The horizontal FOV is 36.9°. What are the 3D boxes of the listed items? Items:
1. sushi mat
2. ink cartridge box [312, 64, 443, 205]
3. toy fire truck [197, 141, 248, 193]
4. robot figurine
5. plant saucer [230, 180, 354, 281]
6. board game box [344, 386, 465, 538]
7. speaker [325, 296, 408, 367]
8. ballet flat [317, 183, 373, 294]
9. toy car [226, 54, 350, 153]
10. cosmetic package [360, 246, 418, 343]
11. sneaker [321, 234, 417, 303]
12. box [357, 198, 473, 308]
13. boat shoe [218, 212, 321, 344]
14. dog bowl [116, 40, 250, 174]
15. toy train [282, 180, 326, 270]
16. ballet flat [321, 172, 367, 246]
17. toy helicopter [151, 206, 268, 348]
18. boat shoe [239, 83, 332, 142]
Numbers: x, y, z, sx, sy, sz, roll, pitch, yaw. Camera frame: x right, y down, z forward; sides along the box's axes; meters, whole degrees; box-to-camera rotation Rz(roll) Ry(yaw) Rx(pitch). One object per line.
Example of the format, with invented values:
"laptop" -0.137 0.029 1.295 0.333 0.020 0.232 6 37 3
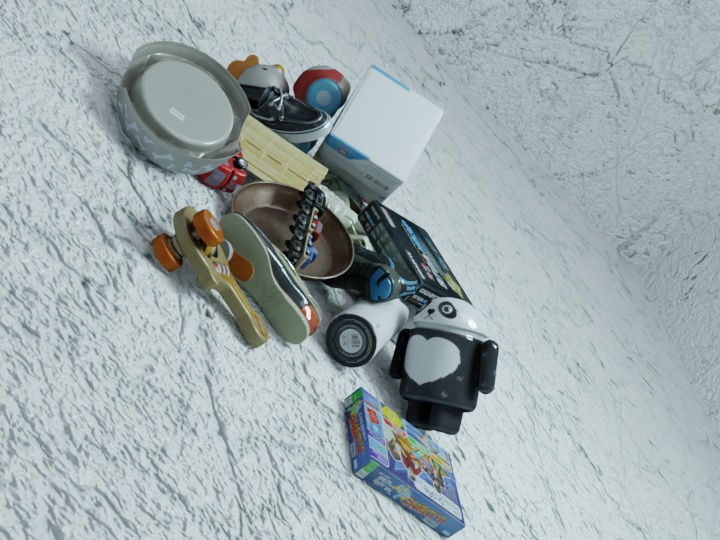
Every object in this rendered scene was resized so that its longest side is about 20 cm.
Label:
"sushi mat" -0.149 -0.181 1.680 0.199 0.012 0.096 34 54 -4
"ink cartridge box" 0.022 -0.221 1.828 0.146 0.147 0.200 32 -15 -7
"toy fire truck" -0.245 -0.216 1.587 0.140 0.049 0.202 17 46 -38
"robot figurine" 0.125 0.142 1.631 0.148 0.203 0.125 12 -9 -2
"plant saucer" -0.104 -0.051 1.581 0.198 0.037 0.202 22 37 -17
"board game box" 0.061 0.264 1.481 0.200 0.034 0.136 40 24 -30
"speaker" 0.013 0.080 1.620 0.082 0.081 0.200 52 19 1
"ballet flat" -0.021 -0.057 1.727 0.202 0.071 0.072 63 16 -17
"toy car" -0.137 -0.305 1.846 0.199 0.178 0.184 36 11 -5
"cosmetic package" 0.059 0.027 1.828 0.102 0.074 0.201 45 22 -20
"sneaker" 0.000 0.000 1.652 0.081 0.074 0.199 0 23 -46
"box" 0.091 -0.011 1.778 0.158 0.046 0.201 27 27 -46
"boat shoe" -0.121 0.004 1.461 0.201 0.071 0.063 56 34 -7
"dog bowl" -0.249 -0.222 1.505 0.198 0.059 0.202 21 49 -26
"toy train" -0.077 -0.063 1.560 0.046 0.034 0.201 36 32 -18
"ballet flat" -0.025 -0.100 1.874 0.200 0.069 0.072 41 26 -40
"toy helicopter" -0.176 0.008 1.374 0.202 0.078 0.132 59 9 -12
"boat shoe" -0.140 -0.261 1.724 0.068 0.197 0.072 84 29 -49
